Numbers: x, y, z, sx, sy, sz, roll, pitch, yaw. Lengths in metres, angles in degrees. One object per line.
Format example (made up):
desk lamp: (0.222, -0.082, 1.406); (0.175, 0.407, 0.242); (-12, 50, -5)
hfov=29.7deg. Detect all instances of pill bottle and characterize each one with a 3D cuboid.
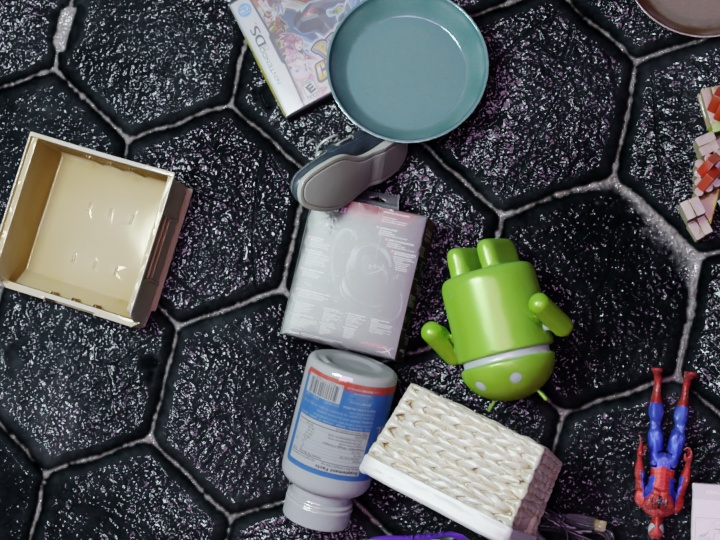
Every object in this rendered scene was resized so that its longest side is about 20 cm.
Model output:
pill bottle: (-0.031, 0.204, 1.628); (0.112, 0.112, 0.200); (17, 102, 11)

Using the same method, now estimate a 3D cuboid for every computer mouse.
computer mouse: (0.236, 0.385, 1.605); (0.110, 0.044, 0.200); (9, 80, 6)

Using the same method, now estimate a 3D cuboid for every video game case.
video game case: (-0.046, -0.316, 1.740); (0.200, 0.026, 0.181); (-28, 80, 6)

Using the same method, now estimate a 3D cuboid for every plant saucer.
plant saucer: (0.058, -0.249, 1.679); (0.200, 0.036, 0.200); (0, 79, -1)
plant saucer: (0.423, -0.379, 1.662); (0.200, 0.032, 0.200); (-1, 84, 11)

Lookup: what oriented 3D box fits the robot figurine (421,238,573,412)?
robot figurine: (0.165, 0.064, 1.614); (0.175, 0.116, 0.200); (-17, 82, 31)

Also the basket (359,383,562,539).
basket: (0.123, 0.231, 1.581); (0.200, 0.136, 0.123); (25, 82, 24)

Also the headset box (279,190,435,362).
headset box: (0.000, 0.000, 1.670); (0.149, 0.077, 0.200); (12, 85, 11)

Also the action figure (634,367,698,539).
action figure: (0.358, 0.216, 1.600); (0.065, 0.052, 0.200); (6, 87, 7)

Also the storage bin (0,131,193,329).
storage bin: (-0.343, -0.048, 1.728); (0.200, 0.094, 0.199); (16, 86, 11)

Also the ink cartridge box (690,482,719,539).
ink cartridge box: (0.478, 0.338, 1.564); (0.200, 0.045, 0.176); (3, 85, 10)

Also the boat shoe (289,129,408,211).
boat shoe: (-0.023, -0.130, 1.642); (0.062, 0.200, 0.075); (28, 131, 28)

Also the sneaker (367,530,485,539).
sneaker: (0.081, 0.342, 1.598); (0.200, 0.099, 0.070); (-14, 84, 53)

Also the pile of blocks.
pile of blocks: (0.431, -0.133, 1.617); (0.082, 0.062, 0.200); (10, 86, 11)
